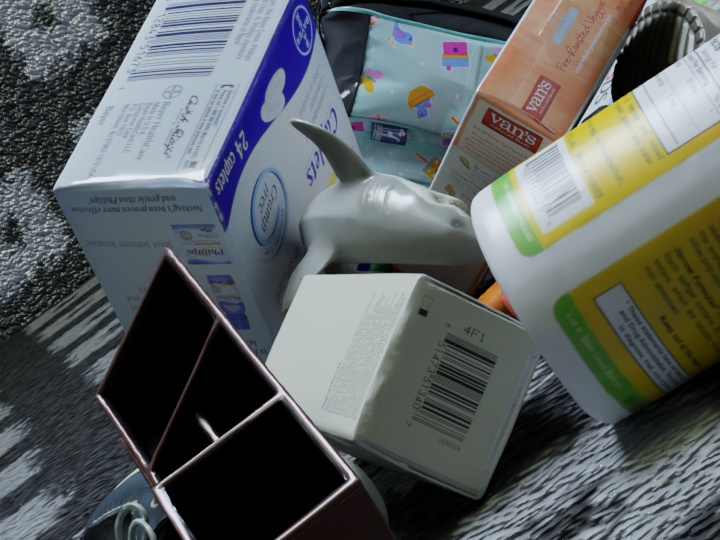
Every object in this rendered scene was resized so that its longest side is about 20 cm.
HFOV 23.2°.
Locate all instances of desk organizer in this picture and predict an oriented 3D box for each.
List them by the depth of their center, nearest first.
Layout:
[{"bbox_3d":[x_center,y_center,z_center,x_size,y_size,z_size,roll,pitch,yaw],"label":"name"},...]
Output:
[{"bbox_3d":[-0.053,0.077,0.719,0.071,0.077,0.200,-36,38,-8],"label":"desk organizer"}]

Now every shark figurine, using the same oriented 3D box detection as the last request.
[{"bbox_3d":[-0.015,-0.003,0.986,0.090,0.128,0.215,-58,3,-19],"label":"shark figurine"}]

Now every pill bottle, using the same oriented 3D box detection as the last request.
[{"bbox_3d":[0.154,-0.035,0.704,0.199,0.112,0.111,-33,10,12],"label":"pill bottle"}]

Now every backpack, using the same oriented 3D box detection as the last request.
[{"bbox_3d":[0.065,-0.115,1.237,0.198,0.155,0.176,2,3,-3],"label":"backpack"}]

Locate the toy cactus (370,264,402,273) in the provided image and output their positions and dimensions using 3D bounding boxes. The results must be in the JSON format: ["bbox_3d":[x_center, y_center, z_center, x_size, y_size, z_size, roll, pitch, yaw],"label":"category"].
[{"bbox_3d":[-0.031,0.018,1.199,0.199,0.103,0.165,-28,17,-19],"label":"toy cactus"}]

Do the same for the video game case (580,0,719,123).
[{"bbox_3d":[0.225,-0.153,1.091,0.199,0.022,0.183,-25,27,45],"label":"video game case"}]

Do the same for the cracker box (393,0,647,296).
[{"bbox_3d":[0.093,-0.082,1.021,0.134,0.057,0.200,-57,-5,-29],"label":"cracker box"}]

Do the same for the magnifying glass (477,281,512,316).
[{"bbox_3d":[0.117,-0.014,1.019,0.200,0.023,0.079,-39,10,-32],"label":"magnifying glass"}]

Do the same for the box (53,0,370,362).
[{"bbox_3d":[-0.076,-0.039,1.068,0.104,0.201,0.185,0,45,22],"label":"box"}]

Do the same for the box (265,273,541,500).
[{"bbox_3d":[0.011,0.050,0.836,0.083,0.068,0.200,-66,14,-6],"label":"box"}]

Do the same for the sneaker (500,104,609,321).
[{"bbox_3d":[0.116,-0.025,0.924,0.085,0.075,0.200,-45,-2,24],"label":"sneaker"}]

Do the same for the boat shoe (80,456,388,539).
[{"bbox_3d":[-0.073,0.130,0.811,0.199,0.075,0.062,-9,19,43],"label":"boat shoe"}]

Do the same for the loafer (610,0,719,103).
[{"bbox_3d":[0.207,-0.104,0.957,0.200,0.068,0.076,21,92,64],"label":"loafer"}]
